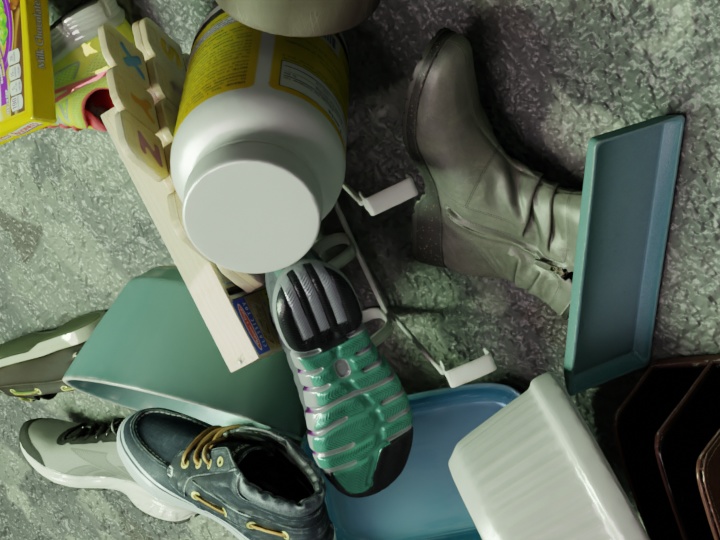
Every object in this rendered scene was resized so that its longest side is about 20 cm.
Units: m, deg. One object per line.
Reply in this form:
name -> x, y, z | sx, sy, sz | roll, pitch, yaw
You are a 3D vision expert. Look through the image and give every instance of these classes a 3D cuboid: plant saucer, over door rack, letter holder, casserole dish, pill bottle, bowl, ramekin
plant saucer -> 0.166, -0.010, 1.077 | 0.019, 0.070, 0.200 | 46, 145, 43
over door rack -> 0.000, 0.000, 1.161 | 0.148, 0.067, 0.200 | 65, 164, -18
letter holder -> 0.240, 0.175, 1.090 | 0.100, 0.142, 0.200 | -8, 115, 41
casserole dish -> 0.049, 0.150, 1.236 | 0.200, 0.039, 0.121 | -12, 90, 9
pill bottle -> -0.064, -0.090, 1.085 | 0.112, 0.200, 0.113 | 1, 126, 1
bowl -> -0.119, 0.063, 1.290 | 0.200, 0.105, 0.201 | 14, 168, 3
ramekin -> 0.135, 0.176, 1.113 | 0.094, 0.202, 0.203 | -27, 105, 2

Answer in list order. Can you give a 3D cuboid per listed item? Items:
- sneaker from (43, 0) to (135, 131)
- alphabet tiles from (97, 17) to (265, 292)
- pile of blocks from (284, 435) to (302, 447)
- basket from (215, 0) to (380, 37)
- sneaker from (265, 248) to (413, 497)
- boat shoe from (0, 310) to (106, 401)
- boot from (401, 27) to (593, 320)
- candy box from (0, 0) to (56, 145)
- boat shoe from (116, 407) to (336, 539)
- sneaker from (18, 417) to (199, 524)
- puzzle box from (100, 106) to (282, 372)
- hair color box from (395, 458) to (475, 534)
sneaker -> -0.233, -0.136, 1.294 | 0.090, 0.078, 0.200 | 50, 139, -12
alphabet tiles -> -0.113, -0.083, 1.155 | 0.015, 0.200, 0.196 | -28, 143, 16
pile of blocks -> -0.087, 0.165, 1.329 | 0.082, 0.062, 0.200 | 14, 169, -5
basket -> -0.033, -0.255, 1.012 | 0.180, 0.136, 0.200 | 28, 137, 23
sneaker -> -0.018, 0.062, 1.153 | 0.088, 0.074, 0.200 | -123, 15, -56
boat shoe -> -0.290, 0.089, 1.503 | 0.201, 0.072, 0.061 | -16, 105, 41
boot -> 0.101, -0.063, 1.094 | 0.130, 0.068, 0.200 | 19, 139, 24
candy box -> -0.271, -0.195, 1.244 | 0.102, 0.026, 0.200 | -16, 76, 45
boat shoe -> -0.098, 0.137, 1.205 | 0.200, 0.071, 0.091 | 29, 143, 26
sneaker -> -0.222, 0.161, 1.510 | 0.200, 0.074, 0.079 | 13, 118, 24
puzzle box -> -0.102, -0.031, 1.183 | 0.025, 0.133, 0.200 | -28, 88, 20
hair color box -> 0.062, 0.197, 1.309 | 0.200, 0.061, 0.099 | 43, 136, 4
